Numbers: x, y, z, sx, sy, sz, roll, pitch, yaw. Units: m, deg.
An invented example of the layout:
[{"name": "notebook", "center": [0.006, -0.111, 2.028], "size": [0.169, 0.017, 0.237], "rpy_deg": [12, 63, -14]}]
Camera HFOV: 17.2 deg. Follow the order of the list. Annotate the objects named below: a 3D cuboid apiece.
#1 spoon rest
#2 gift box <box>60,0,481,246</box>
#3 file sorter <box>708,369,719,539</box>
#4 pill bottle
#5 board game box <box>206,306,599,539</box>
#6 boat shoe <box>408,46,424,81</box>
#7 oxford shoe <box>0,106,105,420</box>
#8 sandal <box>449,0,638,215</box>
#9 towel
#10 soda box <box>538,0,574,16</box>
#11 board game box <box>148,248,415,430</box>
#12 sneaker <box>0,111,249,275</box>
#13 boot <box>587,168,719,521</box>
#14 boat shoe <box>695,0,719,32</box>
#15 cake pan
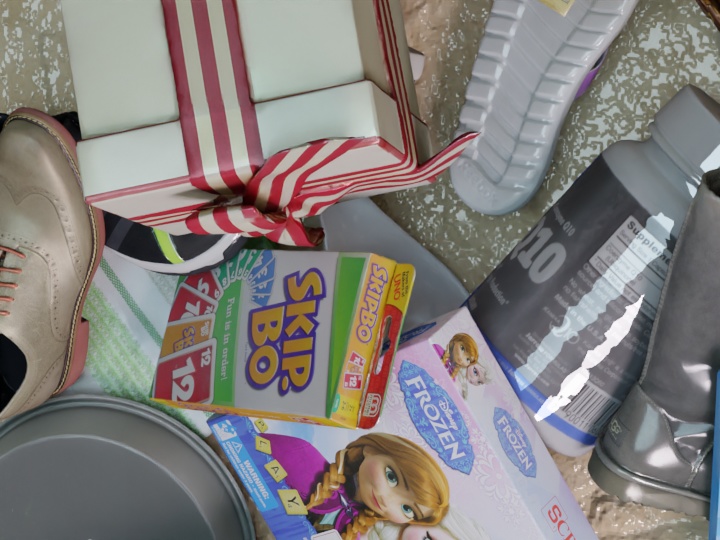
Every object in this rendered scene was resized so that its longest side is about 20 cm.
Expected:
[{"name": "spoon rest", "center": [0.000, 0.000, 1.409], "size": [0.099, 0.061, 0.200], "rpy_deg": [-32, 84, -21]}, {"name": "gift box", "center": [-0.049, -0.111, 1.278], "size": [0.199, 0.184, 0.188], "rpy_deg": [-11, 83, 16]}, {"name": "file sorter", "center": [0.271, 0.157, 1.267], "size": [0.138, 0.123, 0.201], "rpy_deg": [-9, 123, -9]}, {"name": "pill bottle", "center": [0.152, -0.001, 1.349], "size": [0.114, 0.114, 0.200], "rpy_deg": [44, 103, 7]}, {"name": "board game box", "center": [0.032, 0.139, 1.367], "size": [0.199, 0.041, 0.201], "rpy_deg": [-23, 101, 44]}, {"name": "boat shoe", "center": [-0.063, -0.112, 1.419], "size": [0.199, 0.075, 0.093], "rpy_deg": [16, 98, 20]}, {"name": "oxford shoe", "center": [-0.198, 0.003, 1.394], "size": [0.070, 0.075, 0.201], "rpy_deg": [17, 124, 23]}, {"name": "sandal", "center": [0.111, -0.128, 1.385], "size": [0.082, 0.050, 0.203], "rpy_deg": [34, 102, 27]}, {"name": "towel", "center": [-0.131, 0.038, 1.475], "size": [0.200, 0.031, 0.150], "rpy_deg": [-35, 88, 13]}, {"name": "soda box", "center": [0.097, -0.185, 1.255], "size": [0.064, 0.200, 0.068], "rpy_deg": [31, 101, -2]}, {"name": "board game box", "center": [-0.047, 0.037, 1.356], "size": [0.200, 0.030, 0.096], "rpy_deg": [3, 76, 49]}, {"name": "sneaker", "center": [-0.153, -0.051, 1.412], "size": [0.199, 0.083, 0.072], "rpy_deg": [11, 71, 30]}, {"name": "boot", "center": [0.228, 0.045, 1.300], "size": [0.181, 0.073, 0.201], "rpy_deg": [9, 116, -24]}, {"name": "boat shoe", "center": [0.215, -0.179, 1.340], "size": [0.072, 0.068, 0.201], "rpy_deg": [-29, 87, 15]}, {"name": "cake pan", "center": [-0.164, 0.177, 1.467], "size": [0.199, 0.037, 0.201], "rpy_deg": [3, 106, 10]}]
